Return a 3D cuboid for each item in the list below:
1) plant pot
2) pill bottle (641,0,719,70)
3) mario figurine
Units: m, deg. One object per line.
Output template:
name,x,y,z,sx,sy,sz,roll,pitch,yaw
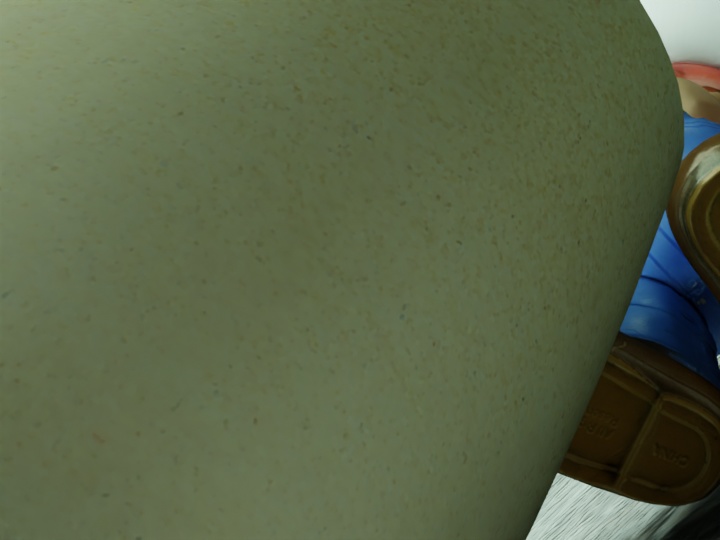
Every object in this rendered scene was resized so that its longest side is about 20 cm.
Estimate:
plant pot,-0.037,0.016,0.489,0.200,0.187,0.187,-44,1,-26
pill bottle,0.110,-0.140,0.769,0.111,0.111,0.200,139,140,-74
mario figurine,0.056,-0.017,0.637,0.123,0.106,0.200,-11,11,4
